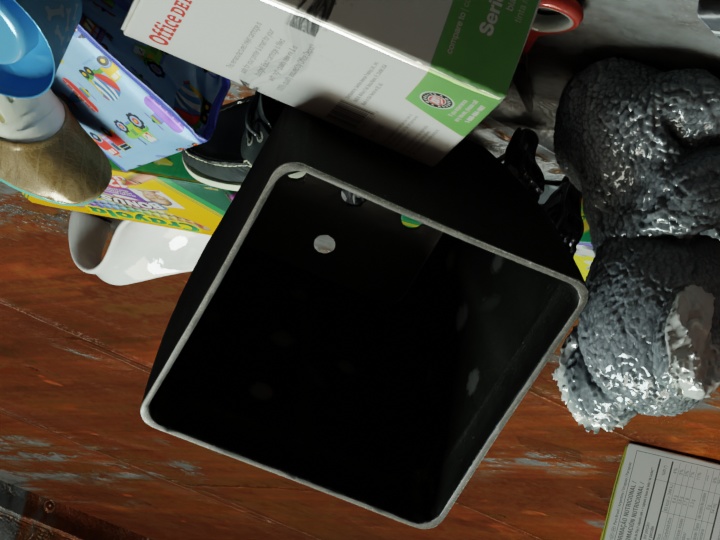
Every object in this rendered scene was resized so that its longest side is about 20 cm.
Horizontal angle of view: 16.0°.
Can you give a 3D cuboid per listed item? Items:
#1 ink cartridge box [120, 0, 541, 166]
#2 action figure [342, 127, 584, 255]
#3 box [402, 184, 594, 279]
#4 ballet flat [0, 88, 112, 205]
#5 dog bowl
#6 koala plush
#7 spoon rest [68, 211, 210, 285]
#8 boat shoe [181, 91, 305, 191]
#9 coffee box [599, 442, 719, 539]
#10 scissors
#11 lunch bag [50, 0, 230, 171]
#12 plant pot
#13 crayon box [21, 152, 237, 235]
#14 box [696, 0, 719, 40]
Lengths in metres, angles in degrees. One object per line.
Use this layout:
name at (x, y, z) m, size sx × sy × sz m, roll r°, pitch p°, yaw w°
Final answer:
ink cartridge box at (-0.018, -0.146, 1.402) m, size 0.199 × 0.085 × 0.146 m, roll 23°, pitch 163°, yaw -9°
action figure at (0.044, -0.042, 1.695) m, size 0.199 × 0.102 × 0.119 m, roll 1°, pitch 145°, yaw 41°
box at (0.117, -0.022, 1.801) m, size 0.199 × 0.049 × 0.117 m, roll 6°, pitch 162°, yaw 35°
ballet flat at (-0.235, -0.114, 1.592) m, size 0.200 × 0.068 × 0.073 m, roll 36°, pitch 144°, yaw 25°
dog bowl at (-0.245, -0.184, 1.468) m, size 0.200 × 0.050 × 0.111 m, roll 38°, pitch 151°, yaw -7°
koala plush at (0.181, -0.005, 1.501) m, size 0.183 × 0.201 × 0.177 m, roll 21°, pitch 164°, yaw -19°
spoon rest at (-0.171, -0.022, 2.057) m, size 0.099 × 0.061 × 0.199 m, roll 26°, pitch 163°, yaw -34°
boat shoe at (-0.039, -0.097, 1.637) m, size 0.198 × 0.075 × 0.066 m, roll 2°, pitch 150°, yaw 31°
coffee box at (0.327, 0.301, 2.437) m, size 0.196 × 0.201 × 0.200 m, roll 12°, pitch 164°, yaw 13°
scissors at (0.084, -0.135, 1.505) m, size 0.073 × 0.014 × 0.200 m, roll 15°, pitch 166°, yaw -1°
lunch bag at (-0.183, -0.156, 1.574) m, size 0.199 × 0.095 × 0.150 m, roll 31°, pitch 163°, yaw -19°
plant pot at (0.000, 0.000, 1.538) m, size 0.199 × 0.178 × 0.200 m, roll 23°, pitch 121°, yaw -15°
crayon box at (-0.165, -0.080, 1.849) m, size 0.199 × 0.059 × 0.119 m, roll 10°, pitch 164°, yaw 19°
box at (0.286, -0.123, 1.140) m, size 0.196 × 0.125 × 0.200 m, roll 7°, pitch 163°, yaw 36°
